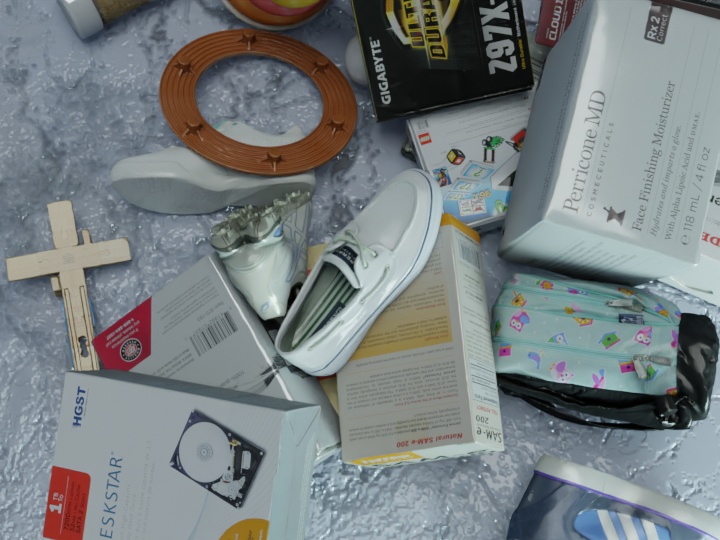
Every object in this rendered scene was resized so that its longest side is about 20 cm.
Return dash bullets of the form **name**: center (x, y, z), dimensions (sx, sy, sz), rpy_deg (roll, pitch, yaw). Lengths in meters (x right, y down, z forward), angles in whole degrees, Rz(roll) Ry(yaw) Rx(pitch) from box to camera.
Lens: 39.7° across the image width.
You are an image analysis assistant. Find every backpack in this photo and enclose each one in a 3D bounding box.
- **backpack**: center (0.213, 0.072, 0.901), dimensions (0.199, 0.167, 0.127), rpy_deg (10, 78, 17)

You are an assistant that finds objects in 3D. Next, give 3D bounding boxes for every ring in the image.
- **ring**: center (-0.099, -0.175, 0.995), dimensions (0.199, 0.019, 0.201), rpy_deg (6, 54, -9)

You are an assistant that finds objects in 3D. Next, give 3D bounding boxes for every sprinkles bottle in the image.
- **sprinkles bottle**: center (-0.222, -0.318, 1.044), dimensions (0.200, 0.068, 0.068), rpy_deg (-32, 76, -11)

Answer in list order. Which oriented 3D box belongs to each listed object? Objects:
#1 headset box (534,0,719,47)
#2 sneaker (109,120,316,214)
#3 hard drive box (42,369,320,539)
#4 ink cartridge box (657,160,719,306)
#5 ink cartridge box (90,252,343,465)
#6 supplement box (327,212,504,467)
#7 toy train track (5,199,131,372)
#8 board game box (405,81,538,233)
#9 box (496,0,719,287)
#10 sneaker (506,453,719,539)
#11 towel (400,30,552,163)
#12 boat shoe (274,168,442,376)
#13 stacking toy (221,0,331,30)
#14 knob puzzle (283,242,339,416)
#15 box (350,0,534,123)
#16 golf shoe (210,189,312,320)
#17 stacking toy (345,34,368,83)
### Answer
- **headset box**: center (0.275, -0.255, 0.982), dimensions (0.199, 0.075, 0.149), rpy_deg (20, 32, 23)
- **sneaker**: center (-0.146, -0.110, 0.987), dimensions (0.199, 0.075, 0.089), rpy_deg (-2, 68, -13)
- **hard drive box**: center (-0.144, 0.171, 0.803), dimensions (0.199, 0.077, 0.157), rpy_deg (6, 88, 21)
- **ink cartridge box**: center (0.364, -0.077, 0.983), dimensions (0.146, 0.084, 0.201), rpy_deg (22, 72, 5)
- **ink cartridge box**: center (-0.123, 0.108, 0.885), dimensions (0.145, 0.083, 0.201), rpy_deg (-34, 77, 13)
- **supplement box**: center (0.047, 0.065, 0.877), dimensions (0.126, 0.073, 0.201), rpy_deg (-13, 71, 26)
- **toy train track**: center (-0.271, 0.033, 0.956), dimensions (0.114, 0.033, 0.201), rpy_deg (-10, 79, -13)
- **board game box**: center (0.158, -0.116, 0.985), dimensions (0.199, 0.035, 0.127), rpy_deg (-16, 75, -4)
- **box**: center (0.216, -0.101, 0.859), dimensions (0.130, 0.200, 0.200), rpy_deg (15, 83, -1)
- **sneaker**: center (0.225, 0.262, 0.882), dimensions (0.199, 0.081, 0.147), rpy_deg (21, 81, 1)
- **towel**: center (0.169, -0.151, 1.025), dimensions (0.199, 0.035, 0.193), rpy_deg (30, 74, 6)
- **boat shoe**: center (0.000, 0.000, 0.837), dimensions (0.073, 0.067, 0.201), rpy_deg (29, 92, 32)
- **stacking toy**: center (-0.066, -0.303, 0.962), dimensions (0.145, 0.200, 0.147), rpy_deg (-4, 107, -15)
- **knob puzzle**: center (-0.015, 0.072, 0.951), dimensions (0.218, 0.030, 0.221), rpy_deg (1, 72, -3)
- **box**: center (0.071, -0.256, 0.947), dimensions (0.159, 0.049, 0.201), rpy_deg (-11, 108, 2)
- **golf shoe**: center (-0.080, -0.014, 0.907), dimensions (0.078, 0.200, 0.098), rpy_deg (-16, 102, 14)
- **stacking toy**: center (0.044, -0.282, 1.017), dimensions (0.146, 0.146, 0.201), rpy_deg (26, 88, 6)
